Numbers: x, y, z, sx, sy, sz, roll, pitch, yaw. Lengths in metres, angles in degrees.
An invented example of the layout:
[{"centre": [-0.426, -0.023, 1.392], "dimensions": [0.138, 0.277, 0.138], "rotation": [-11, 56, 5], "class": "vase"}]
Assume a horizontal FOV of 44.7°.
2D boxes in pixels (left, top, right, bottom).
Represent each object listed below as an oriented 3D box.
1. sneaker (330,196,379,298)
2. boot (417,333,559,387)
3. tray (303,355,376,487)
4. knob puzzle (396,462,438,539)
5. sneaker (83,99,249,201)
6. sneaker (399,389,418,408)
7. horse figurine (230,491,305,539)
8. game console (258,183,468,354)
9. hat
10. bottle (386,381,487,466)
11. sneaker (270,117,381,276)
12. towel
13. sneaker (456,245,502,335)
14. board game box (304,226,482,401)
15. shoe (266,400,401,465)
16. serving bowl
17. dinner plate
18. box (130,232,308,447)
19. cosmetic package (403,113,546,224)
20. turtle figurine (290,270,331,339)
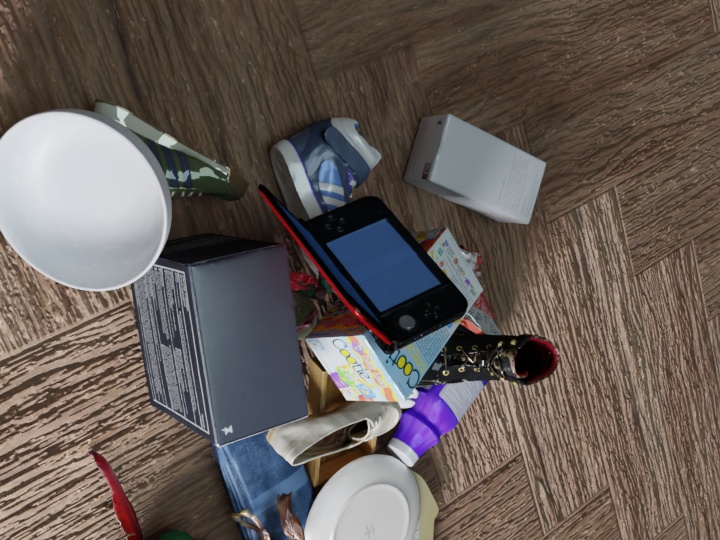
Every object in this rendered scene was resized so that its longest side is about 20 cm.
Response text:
[{"centre": [0.000, 0.000, 1.172], "dimensions": [0.074, 0.088, 0.201], "rotation": [26, 63, -69], "class": "sneaker"}, {"centre": [0.149, 0.118, 1.151], "dimensions": [0.200, 0.150, 0.073], "rotation": [3, 85, -40], "class": "boot"}, {"centre": [-0.023, 0.188, 1.158], "dimensions": [0.098, 0.037, 0.201], "rotation": [-16, 129, -31], "class": "tray"}, {"centre": [0.026, 0.361, 1.254], "dimensions": [0.219, 0.030, 0.220], "rotation": [-7, 103, -32], "class": "knob puzzle"}, {"centre": [-0.234, -0.110, 1.014], "dimensions": [0.200, 0.067, 0.090], "rotation": [29, 81, -26], "class": "sneaker"}, {"centre": [0.038, 0.096, 1.214], "dimensions": [0.081, 0.075, 0.201], "rotation": [-2, 96, -24], "class": "sneaker"}, {"centre": [-0.135, 0.371, 1.103], "dimensions": [0.133, 0.050, 0.200], "rotation": [44, 105, -7], "class": "horse figurine"}, {"centre": [0.007, -0.022, 0.951], "dimensions": [0.172, 0.200, 0.119], "rotation": [-24, 149, -25], "class": "game console"}, {"centre": [-0.228, 0.331, 1.071], "dimensions": [0.165, 0.200, 0.177], "rotation": [-6, 57, -4], "class": "hat"}, {"centre": [0.114, 0.191, 1.268], "dimensions": [0.200, 0.065, 0.084], "rotation": [-50, 127, -21], "class": "bottle"}, {"centre": [-0.020, -0.100, 1.143], "dimensions": [0.146, 0.081, 0.201], "rotation": [-26, 103, -24], "class": "sneaker"}, {"centre": [-0.120, 0.274, 1.141], "dimensions": [0.111, 0.048, 0.201], "rotation": [-25, 108, -29], "class": "towel"}, {"centre": [0.164, 0.035, 1.288], "dimensions": [0.201, 0.067, 0.108], "rotation": [35, 79, -28], "class": "sneaker"}, {"centre": [0.044, 0.052, 1.065], "dimensions": [0.200, 0.103, 0.105], "rotation": [-50, 118, -36], "class": "board game box"}, {"centre": [-0.023, 0.204, 1.103], "dimensions": [0.200, 0.053, 0.070], "rotation": [-7, 123, -37], "class": "shoe"}, {"centre": [-0.289, -0.081, 0.935], "dimensions": [0.066, 0.199, 0.201], "rotation": [-67, 138, -63], "class": "serving bowl"}, {"centre": [0.010, 0.353, 1.205], "dimensions": [0.200, 0.024, 0.201], "rotation": [-8, 104, -34], "class": "dinner plate"}, {"centre": [-0.165, 0.069, 0.999], "dimensions": [0.123, 0.198, 0.201], "rotation": [-14, 103, -31], "class": "box"}, {"centre": [0.168, -0.144, 1.268], "dimensions": [0.200, 0.074, 0.102], "rotation": [20, 84, -31], "class": "cosmetic package"}, {"centre": [-0.091, 0.045, 1.085], "dimensions": [0.149, 0.101, 0.200], "rotation": [-13, 129, 9], "class": "turtle figurine"}]
